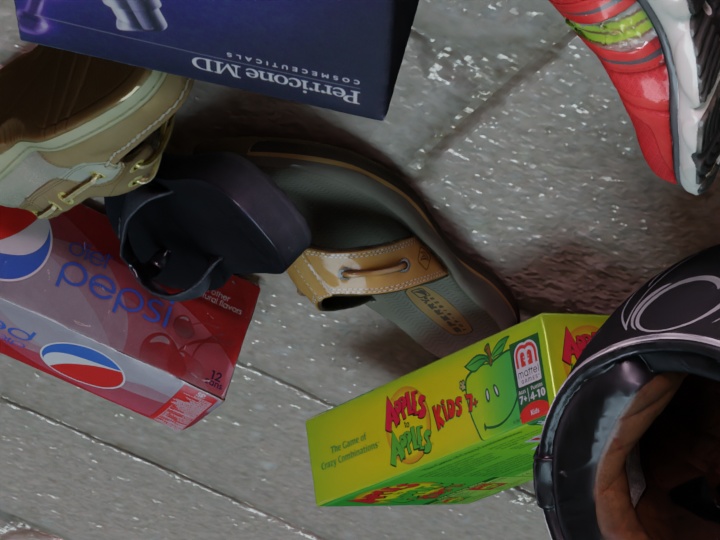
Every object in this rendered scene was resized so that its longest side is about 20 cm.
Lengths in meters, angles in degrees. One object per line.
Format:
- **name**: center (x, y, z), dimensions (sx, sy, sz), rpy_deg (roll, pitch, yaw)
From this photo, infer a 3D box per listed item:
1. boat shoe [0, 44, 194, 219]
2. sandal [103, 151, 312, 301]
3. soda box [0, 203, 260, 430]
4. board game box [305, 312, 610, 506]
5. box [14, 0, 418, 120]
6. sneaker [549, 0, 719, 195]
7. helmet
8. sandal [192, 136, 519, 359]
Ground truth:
- **boat shoe**: center (-0.117, -0.068, 1.061), dimensions (0.066, 0.074, 0.200), rpy_deg (27, 159, -25)
- **sandal**: center (-0.083, -0.018, 1.093), dimensions (0.076, 0.043, 0.200), rpy_deg (46, 164, -9)
- **soda box**: center (-0.155, 0.006, 1.198), dimensions (0.199, 0.070, 0.063), rpy_deg (26, 150, -15)
- **board game box**: center (0.070, 0.072, 1.181), dimensions (0.101, 0.048, 0.200), rpy_deg (3, 161, -35)
- **box**: center (-0.044, -0.159, 0.827), dimensions (0.147, 0.105, 0.200), rpy_deg (12, 150, 6)
- **sneaker**: center (0.088, -0.107, 0.820), dimensions (0.084, 0.077, 0.200), rpy_deg (13, 148, 30)
- **helmet**: center (0.190, 0.074, 1.021), dimensions (0.199, 0.190, 0.202), rpy_deg (14, 112, 38)
- **sandal**: center (0.000, 0.000, 1.126), dimensions (0.081, 0.055, 0.200), rpy_deg (-10, 141, 39)
